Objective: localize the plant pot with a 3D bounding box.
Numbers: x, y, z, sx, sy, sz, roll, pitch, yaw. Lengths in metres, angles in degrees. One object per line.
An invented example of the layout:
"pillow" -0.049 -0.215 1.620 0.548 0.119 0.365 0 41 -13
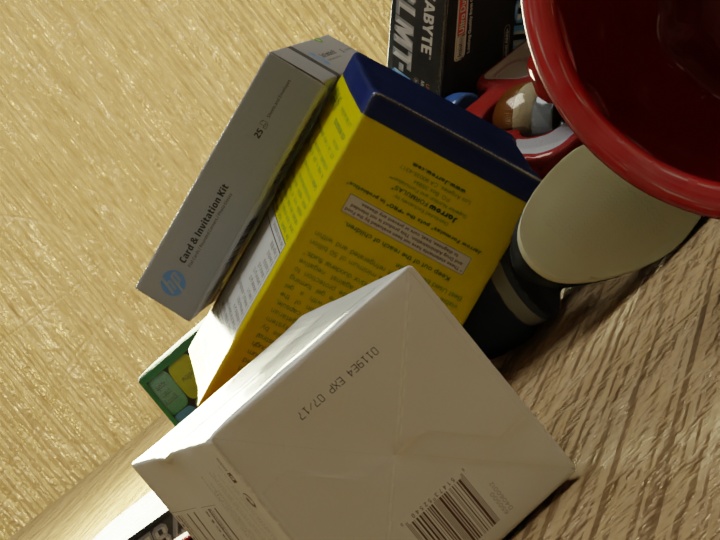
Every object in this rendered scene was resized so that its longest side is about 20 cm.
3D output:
"plant pot" 0.177 -0.120 1.285 0.200 0.201 0.182 -39 -6 8

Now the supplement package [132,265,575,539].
"supplement package" -0.008 0.084 1.264 0.114 0.110 0.200 -40 3 -14

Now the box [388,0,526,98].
"box" 0.091 -0.144 1.901 0.198 0.049 0.201 -32 -45 -46

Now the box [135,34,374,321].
"box" -0.057 -0.058 1.735 0.156 0.041 0.200 -60 -5 11

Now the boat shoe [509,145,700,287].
"boat shoe" 0.147 -0.043 1.605 0.201 0.074 0.063 -37 -2 -37

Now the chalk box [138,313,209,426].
"chalk box" -0.047 0.064 1.890 0.125 0.124 0.200 -37 4 46

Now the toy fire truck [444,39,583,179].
"toy fire truck" 0.133 -0.106 1.775 0.167 0.113 0.200 2 34 48

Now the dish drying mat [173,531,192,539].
"dish drying mat" -0.100 0.158 1.685 0.200 0.018 0.077 -35 1 11

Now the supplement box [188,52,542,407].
"supplement box" 0.000 0.000 1.635 0.201 0.109 0.109 -60 13 11

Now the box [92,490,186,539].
"box" -0.135 0.179 1.995 0.200 0.050 0.199 -38 4 27

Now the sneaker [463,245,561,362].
"sneaker" 0.073 0.009 1.752 0.082 0.070 0.200 -37 2 13
